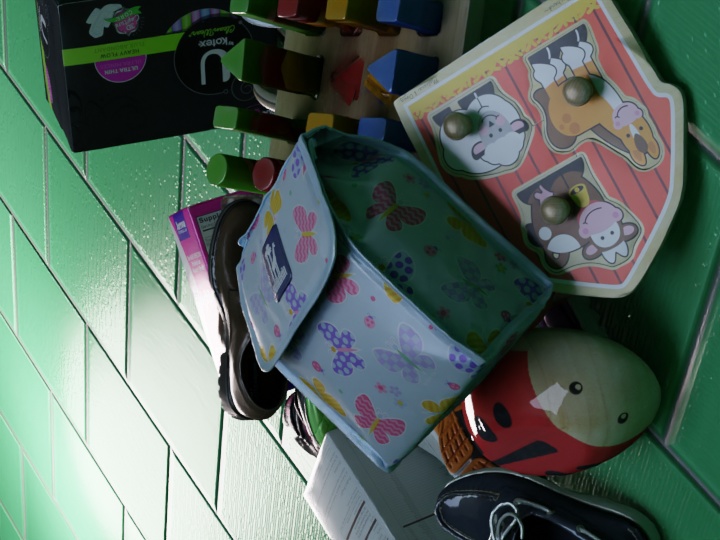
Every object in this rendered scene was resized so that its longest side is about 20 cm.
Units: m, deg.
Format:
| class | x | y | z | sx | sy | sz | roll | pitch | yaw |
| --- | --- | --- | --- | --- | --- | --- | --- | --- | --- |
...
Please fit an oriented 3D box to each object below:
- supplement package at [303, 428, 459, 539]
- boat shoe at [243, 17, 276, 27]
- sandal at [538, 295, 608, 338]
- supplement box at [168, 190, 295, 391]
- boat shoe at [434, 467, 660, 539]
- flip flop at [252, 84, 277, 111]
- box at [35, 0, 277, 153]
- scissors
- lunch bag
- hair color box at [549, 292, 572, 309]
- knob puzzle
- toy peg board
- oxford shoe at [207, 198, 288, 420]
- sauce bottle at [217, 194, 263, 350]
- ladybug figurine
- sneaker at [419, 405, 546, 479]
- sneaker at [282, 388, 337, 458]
| class | x | y | z | sx | sy | sz | roll | pitch | yaw |
| --- | --- | --- | --- | --- | --- | --- | --- | --- | --- |
| supplement package | 0.052 | 0.233 | 1.581 | 0.200 | 0.114 | 0.110 | 56 | 149 | 28 |
| boat shoe | -0.008 | -0.216 | 1.457 | 0.199 | 0.068 | 0.074 | 10 | 106 | 34 |
| sandal | 0.122 | 0.003 | 1.372 | 0.203 | 0.050 | 0.082 | 53 | 148 | 32 |
| supplement box | -0.104 | 0.021 | 1.748 | 0.101 | 0.103 | 0.200 | 164 | 89 | -73 |
| boat shoe | 0.136 | 0.208 | 1.396 | 0.200 | 0.062 | 0.075 | 14 | 119 | 35 |
| flip flop | -0.020 | -0.169 | 1.498 | 0.200 | 0.081 | 0.058 | 7 | 119 | 56 |
| box | -0.188 | -0.212 | 1.636 | 0.124 | 0.200 | 0.149 | -127 | 30 | -54 |
| scissors | 0.129 | -0.052 | 1.238 | 0.073 | 0.014 | 0.200 | 36 | 117 | 30 |
| lunch bag | 0.004 | 0.016 | 1.245 | 0.200 | 0.127 | 0.170 | 45 | 140 | 7 |
| hair color box | 0.095 | -0.012 | 1.320 | 0.200 | 0.064 | 0.111 | -35 | 74 | 37 |
| knob puzzle | 0.133 | -0.071 | 1.207 | 0.219 | 0.030 | 0.220 | 4 | 100 | 25 |
| toy peg board | -0.022 | -0.128 | 1.331 | 0.199 | 0.098 | 0.200 | 8 | 90 | 47 |
| oxford shoe | -0.088 | 0.034 | 1.588 | 0.084 | 0.073 | 0.200 | 172 | 91 | -66 |
| sauce bottle | -0.103 | 0.031 | 1.663 | 0.065 | 0.065 | 0.200 | -4 | 83 | 63 |
| ladybug figurine | 0.140 | 0.104 | 1.319 | 0.136 | 0.072 | 0.200 | 29 | 155 | -10 |
| sneaker | 0.088 | 0.140 | 1.525 | 0.200 | 0.076 | 0.092 | 43 | 174 | 26 |
| sneaker | -0.039 | 0.137 | 1.660 | 0.084 | 0.077 | 0.200 | 20 | 156 | 17 |
